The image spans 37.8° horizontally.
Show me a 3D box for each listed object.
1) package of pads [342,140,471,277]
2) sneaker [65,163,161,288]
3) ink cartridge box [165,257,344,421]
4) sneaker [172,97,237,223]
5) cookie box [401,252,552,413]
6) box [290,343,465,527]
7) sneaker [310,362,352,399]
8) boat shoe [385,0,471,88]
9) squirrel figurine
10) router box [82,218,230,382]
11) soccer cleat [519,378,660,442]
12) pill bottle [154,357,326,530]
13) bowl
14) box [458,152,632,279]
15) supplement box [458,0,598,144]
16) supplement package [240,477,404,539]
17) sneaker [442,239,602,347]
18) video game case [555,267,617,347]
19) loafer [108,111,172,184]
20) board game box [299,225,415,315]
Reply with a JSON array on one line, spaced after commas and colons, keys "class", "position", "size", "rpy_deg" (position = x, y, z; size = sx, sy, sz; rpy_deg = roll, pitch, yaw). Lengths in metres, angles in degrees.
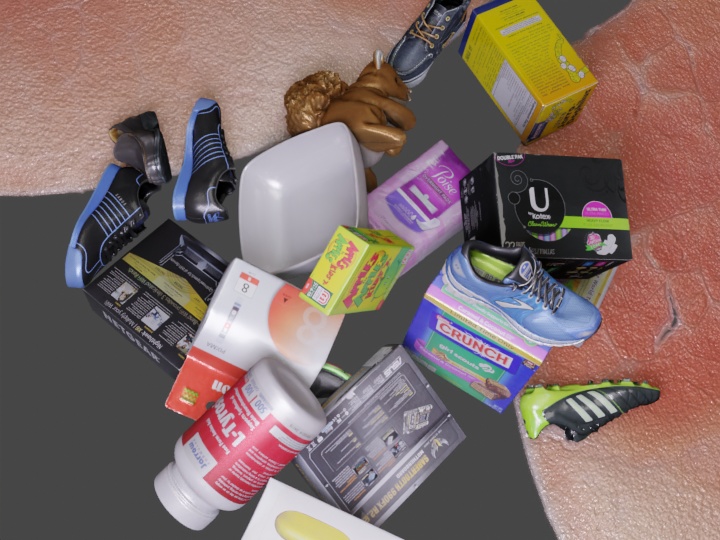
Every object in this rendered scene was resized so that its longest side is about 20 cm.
[{"class": "package of pads", "position": [0.081, -0.084, 1.517], "size": [0.200, 0.076, 0.121], "rpy_deg": [-37, 78, -22]}, {"class": "sneaker", "position": [-0.338, -0.060, 1.443], "size": [0.077, 0.070, 0.201], "rpy_deg": [13, 62, 6]}, {"class": "ink cartridge box", "position": [-0.130, 0.107, 1.308], "size": [0.161, 0.050, 0.201], "rpy_deg": [27, 70, -13]}, {"class": "sneaker", "position": [-0.210, -0.155, 1.496], "size": [0.077, 0.070, 0.201], "rpy_deg": [4, 65, 5]}, {"class": "cookie box", "position": [0.154, 0.086, 1.375], "size": [0.171, 0.200, 0.075], "rpy_deg": [31, 63, 7]}, {"class": "box", "position": [0.019, 0.216, 1.341], "size": [0.200, 0.048, 0.159], "rpy_deg": [-42, 105, -23]}, {"class": "sneaker", "position": [-0.095, 0.160, 1.382], "size": [0.198, 0.077, 0.084], "rpy_deg": [3, 78, -2]}, {"class": "boat shoe", "position": [0.104, -0.374, 1.652], "size": [0.071, 0.091, 0.201], "rpy_deg": [34, 64, 9]}, {"class": "squirrel figurine", "position": [-0.015, -0.245, 1.550], "size": [0.199, 0.142, 0.188], "rpy_deg": [19, 57, -2]}, {"class": "router box", "position": [-0.242, 0.040, 1.391], "size": [0.200, 0.052, 0.157], "rpy_deg": [35, 63, 27]}, {"class": "soccer cleat", "position": [0.313, 0.190, 1.433], "size": [0.198, 0.068, 0.082], "rpy_deg": [-3, 82, -9]}, {"class": "pill bottle", "position": [-0.145, 0.207, 1.240], "size": [0.200, 0.112, 0.112], "rpy_deg": [-44, 75, 7]}, {"class": "bowl", "position": [-0.071, -0.084, 1.459], "size": [0.199, 0.075, 0.201], "rpy_deg": [-20, 60, 26]}, {"class": "box", "position": [0.255, -0.071, 1.459], "size": [0.198, 0.124, 0.150], "rpy_deg": [0, 76, -18]}, {"class": "supplement box", "position": [0.258, -0.318, 1.639], "size": [0.109, 0.109, 0.201], "rpy_deg": [-25, 71, -19]}, {"class": "supplement package", "position": [-0.052, 0.368, 1.234], "size": [0.199, 0.151, 0.152], "rpy_deg": [24, 64, 4]}, {"class": "sneaker", "position": [0.195, 0.024, 1.249], "size": [0.199, 0.089, 0.079], "rpy_deg": [24, 65, 3]}, {"class": "video game case", "position": [0.279, -0.011, 1.542], "size": [0.181, 0.023, 0.201], "rpy_deg": [28, 63, 6]}, {"class": "loafer", "position": [-0.306, -0.163, 1.459], "size": [0.072, 0.073, 0.200], "rpy_deg": [-13, 25, -12]}, {"class": "board game box", "position": [0.000, 0.000, 1.354], "size": [0.047, 0.200, 0.102], "rpy_deg": [34, 101, 16]}]
